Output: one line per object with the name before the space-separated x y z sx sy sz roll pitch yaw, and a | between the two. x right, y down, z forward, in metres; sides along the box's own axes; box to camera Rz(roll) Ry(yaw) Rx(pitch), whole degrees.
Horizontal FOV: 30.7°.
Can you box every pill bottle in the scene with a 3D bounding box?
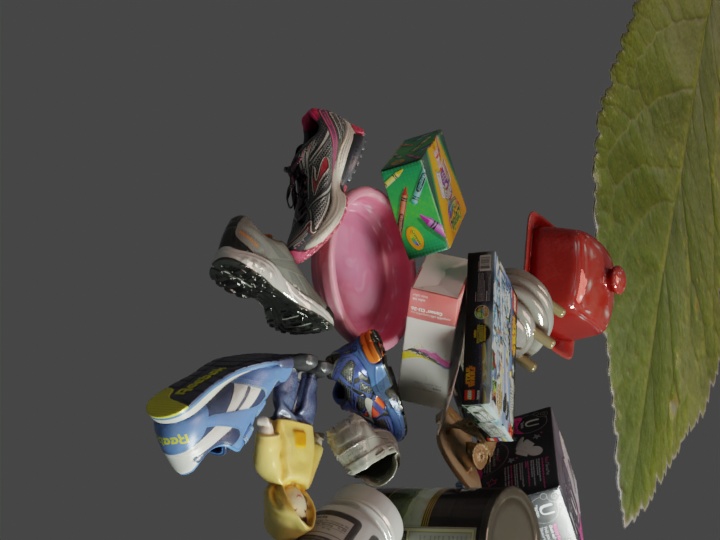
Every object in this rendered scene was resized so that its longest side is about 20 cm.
pill bottle | -0.034 0.335 1.457 0.200 0.112 0.114 -46 123 -49

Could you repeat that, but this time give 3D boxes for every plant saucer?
plant saucer | 0.000 0.000 1.621 0.200 0.050 0.204 16 72 -56

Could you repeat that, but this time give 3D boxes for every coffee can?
coffee can | 0.099 0.336 1.584 0.146 0.198 0.149 14 73 -56

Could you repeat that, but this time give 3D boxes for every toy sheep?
toy sheep | 0.216 0.068 1.872 0.200 0.136 0.140 -57 132 -62

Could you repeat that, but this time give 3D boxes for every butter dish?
butter dish | 0.348 0.020 2.071 0.199 0.146 0.203 31 59 -50

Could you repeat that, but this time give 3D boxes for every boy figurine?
boy figurine | -0.078 0.195 1.458 0.124 0.064 0.203 35 54 -53

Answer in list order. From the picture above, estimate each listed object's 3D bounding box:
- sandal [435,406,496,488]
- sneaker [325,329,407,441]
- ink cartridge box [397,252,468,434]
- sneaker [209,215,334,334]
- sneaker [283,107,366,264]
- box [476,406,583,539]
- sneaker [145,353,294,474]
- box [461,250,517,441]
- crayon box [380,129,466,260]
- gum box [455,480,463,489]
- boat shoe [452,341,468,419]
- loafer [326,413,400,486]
sandal | 0.145 0.211 1.705 0.078 0.070 0.212 45 9 -12
sneaker | 0.006 0.146 1.594 0.201 0.077 0.076 70 5 -46
ink cartridge box | 0.093 0.094 1.678 0.117 0.066 0.203 -58 157 -62
sneaker | -0.088 0.010 1.465 0.200 0.073 0.080 45 45 -45
sneaker | -0.058 -0.097 1.535 0.074 0.080 0.202 29 55 -23
box | 0.225 0.296 1.729 0.201 0.113 0.134 -76 147 -66
sneaker | -0.141 0.142 1.364 0.199 0.073 0.084 -27 109 -48
box | 0.163 0.096 1.640 0.137 0.039 0.203 54 36 -58
crayon box | 0.084 -0.101 1.701 0.200 0.057 0.120 -58 131 -70
gum box | 0.216 0.347 1.906 0.199 0.044 0.173 -29 109 -56
boat shoe | 0.138 0.132 1.805 0.202 0.061 0.075 64 36 -32
loafer | 0.011 0.224 1.548 0.070 0.069 0.200 60 7 22
